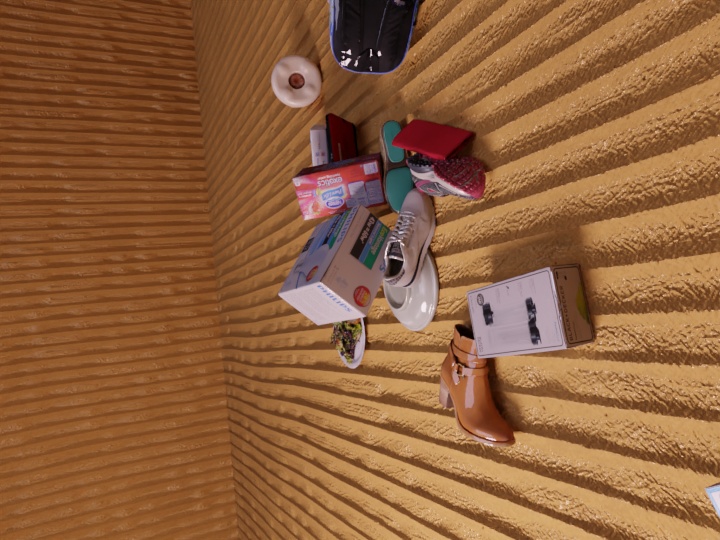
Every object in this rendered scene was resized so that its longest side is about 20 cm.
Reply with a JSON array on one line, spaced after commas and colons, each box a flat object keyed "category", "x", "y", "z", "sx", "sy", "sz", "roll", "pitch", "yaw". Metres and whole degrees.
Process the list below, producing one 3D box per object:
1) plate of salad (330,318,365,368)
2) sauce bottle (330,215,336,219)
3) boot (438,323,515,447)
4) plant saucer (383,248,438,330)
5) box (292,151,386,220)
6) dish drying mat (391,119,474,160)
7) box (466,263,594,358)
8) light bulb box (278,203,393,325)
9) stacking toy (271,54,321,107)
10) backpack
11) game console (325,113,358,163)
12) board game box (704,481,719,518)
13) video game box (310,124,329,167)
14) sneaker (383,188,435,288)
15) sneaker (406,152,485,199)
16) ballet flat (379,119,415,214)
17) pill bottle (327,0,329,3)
[{"category": "plate of salad", "x": -0.041, "y": 0.163, "z": 1.466, "sx": 0.199, "sy": 0.047, "sz": 0.204, "roll": 17, "pitch": 110, "yaw": 61}, {"category": "sauce bottle", "x": -0.058, "y": -0.115, "z": 1.441, "sx": 0.199, "sy": 0.064, "sz": 0.066, "roll": -28, "pitch": 69, "yaw": 61}, {"category": "boot", "x": 0.210, "y": 0.197, "z": 0.957, "sx": 0.200, "sy": 0.075, "sz": 0.158, "roll": -137, "pitch": 52, "yaw": -63}, {"category": "plant saucer", "x": 0.094, "y": 0.030, "z": 1.173, "sx": 0.199, "sy": 0.049, "sz": 0.205, "roll": 14, "pitch": 105, "yaw": 62}, {"category": "box", "x": -0.040, "y": -0.188, "z": 1.215, "sx": 0.096, "sy": 0.196, "sz": 0.101, "roll": -68, "pitch": -34, "yaw": -66}, {"category": "dish drying mat", "x": 0.133, "y": -0.251, "z": 1.044, "sx": 0.018, "sy": 0.077, "sz": 0.200, "roll": 53, "pitch": 172, "yaw": -33}, {"category": "box", "x": 0.255, "y": 0.069, "z": 0.844, "sx": 0.199, "sy": 0.059, "sz": 0.119, "roll": -29, "pitch": 68, "yaw": 62}, {"category": "light bulb box", "x": -0.046, "y": -0.006, "z": 1.155, "sx": 0.199, "sy": 0.124, "sz": 0.200, "roll": -17, "pitch": 41, "yaw": 56}, {"category": "stacking toy", "x": -0.191, "y": -0.533, "z": 1.622, "sx": 0.200, "sy": 0.143, "sz": 0.149, "roll": 168, "pitch": 97, "yaw": -82}, {"category": "backpack", "x": 0.024, "y": -0.513, "z": 1.103, "sx": 0.148, "sy": 0.179, "sz": 0.203, "roll": -95, "pitch": 11, "yaw": -60}, {"category": "game console", "x": -0.065, "y": -0.266, "z": 1.377, "sx": 0.117, "sy": 0.171, "sz": 0.204, "roll": -12, "pitch": 83, "yaw": 30}, {"category": "board game box", "x": 0.450, "y": 0.248, "z": 0.508, "sx": 0.201, "sy": 0.034, "sz": 0.136, "roll": -55, "pitch": 46, "yaw": 52}, {"category": "video game box", "x": -0.101, "y": -0.282, "z": 1.426, "sx": 0.200, "sy": 0.046, "sz": 0.186, "roll": -98, "pitch": 3, "yaw": -71}, {"category": "sneaker", "x": 0.093, "y": -0.067, "z": 1.083, "sx": 0.075, "sy": 0.080, "sz": 0.204, "roll": 8, "pitch": 87, "yaw": 39}, {"category": "sneaker", "x": 0.161, "y": -0.167, "z": 0.996, "sx": 0.200, "sy": 0.080, "sz": 0.076, "roll": 41, "pitch": 157, "yaw": 56}, {"category": "ballet flat", "x": 0.078, "y": -0.218, "z": 1.172, "sx": 0.065, "sy": 0.069, "sz": 0.204, "roll": 94, "pitch": 173, "yaw": -86}, {"category": "pill bottle", "x": -0.006, "y": -0.667, "z": 1.203, "sx": 0.199, "sy": 0.111, "sz": 0.115, "roll": -31, "pitch": 67, "yaw": 60}]
